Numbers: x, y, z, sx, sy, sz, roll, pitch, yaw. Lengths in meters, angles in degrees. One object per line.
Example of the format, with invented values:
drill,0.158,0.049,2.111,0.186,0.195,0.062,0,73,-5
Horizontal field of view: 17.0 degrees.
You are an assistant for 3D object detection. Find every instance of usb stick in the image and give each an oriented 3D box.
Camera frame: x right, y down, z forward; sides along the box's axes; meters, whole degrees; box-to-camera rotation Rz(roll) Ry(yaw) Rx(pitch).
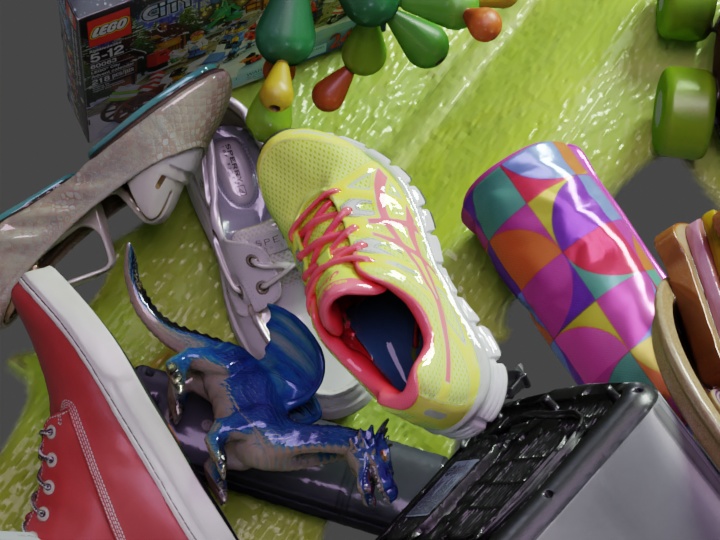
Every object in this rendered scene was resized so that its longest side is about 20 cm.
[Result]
usb stick,-0.045,0.103,1.350,0.198,0.033,0.056,17,70,3

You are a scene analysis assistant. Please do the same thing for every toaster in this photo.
toaster,0.093,0.148,1.250,0.200,0.181,0.119,-46,102,-21

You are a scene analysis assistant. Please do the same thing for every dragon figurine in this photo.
dragon figurine,-0.053,0.061,1.316,0.099,0.059,0.201,-23,58,-17

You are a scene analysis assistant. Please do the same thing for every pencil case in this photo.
pencil case,0.141,0.018,1.377,0.088,0.089,0.201,-31,73,-17

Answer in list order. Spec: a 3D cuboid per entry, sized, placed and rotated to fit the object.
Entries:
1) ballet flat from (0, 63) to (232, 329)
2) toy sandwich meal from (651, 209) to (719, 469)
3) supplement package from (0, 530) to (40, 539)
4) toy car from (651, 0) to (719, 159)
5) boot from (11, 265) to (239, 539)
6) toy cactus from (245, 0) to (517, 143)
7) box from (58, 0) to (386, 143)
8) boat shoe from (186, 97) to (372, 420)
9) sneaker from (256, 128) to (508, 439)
ballet flat,-0.142,-0.038,1.371,0.199,0.067,0.063,-35,82,10
toy sandwich meal,0.229,0.060,1.260,0.070,0.205,0.206,-41,70,22
supplement package,-0.154,0.262,1.179,0.199,0.147,0.192,34,90,11
toy car,0.267,-0.155,1.399,0.163,0.200,0.159,6,65,-2
boot,-0.169,0.110,1.297,0.144,0.072,0.201,-30,85,-3
toy cactus,-0.010,-0.158,1.328,0.200,0.165,0.102,-42,30,13
box,-0.077,-0.156,1.406,0.199,0.137,0.038,-22,67,-13
boat shoe,-0.050,-0.010,1.379,0.070,0.069,0.201,-24,70,-14
sneaker,0.000,0.000,1.281,0.078,0.090,0.200,-46,66,22
